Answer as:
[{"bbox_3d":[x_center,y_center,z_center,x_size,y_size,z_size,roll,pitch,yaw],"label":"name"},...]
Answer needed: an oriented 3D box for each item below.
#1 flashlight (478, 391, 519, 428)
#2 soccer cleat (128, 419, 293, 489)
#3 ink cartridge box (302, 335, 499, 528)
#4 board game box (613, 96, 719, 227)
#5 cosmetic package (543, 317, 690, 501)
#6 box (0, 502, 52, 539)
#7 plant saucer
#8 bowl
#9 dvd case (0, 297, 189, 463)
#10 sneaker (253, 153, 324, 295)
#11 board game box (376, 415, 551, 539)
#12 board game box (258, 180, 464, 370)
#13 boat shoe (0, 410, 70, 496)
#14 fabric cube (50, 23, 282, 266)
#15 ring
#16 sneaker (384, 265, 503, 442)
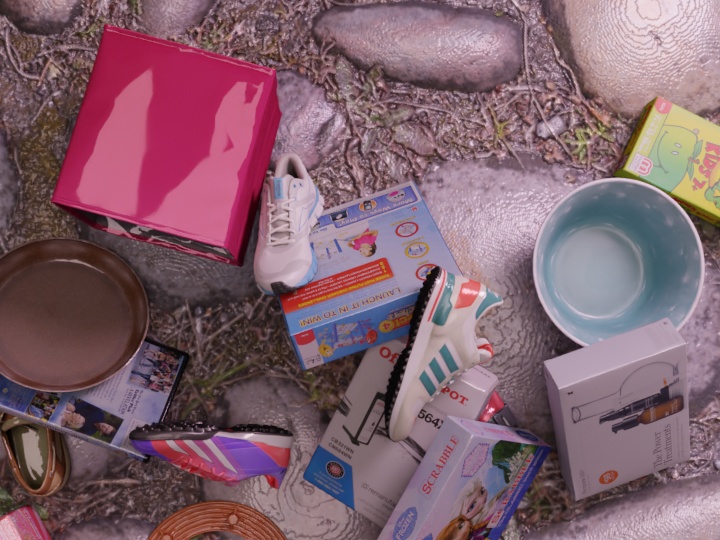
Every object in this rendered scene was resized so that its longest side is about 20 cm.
[{"bbox_3d":[0.107,0.118,1.255,0.068,0.068,0.200,-35,89,-1],"label":"flashlight"},{"bbox_3d":[-0.169,0.212,1.209,0.199,0.068,0.074,8,88,-32],"label":"soccer cleat"},{"bbox_3d":[0.046,0.179,1.205,0.145,0.084,0.201,29,102,13],"label":"ink cartridge box"},{"bbox_3d":[0.424,-0.120,1.290,0.199,0.048,0.102,26,85,0],"label":"board game box"},{"bbox_3d":[0.297,0.163,1.208,0.150,0.052,0.201,-18,129,-1],"label":"cosmetic package"},{"bbox_3d":[-0.383,0.380,1.204,0.094,0.103,0.201,-29,87,-3],"label":"box"},{"bbox_3d":[-0.348,0.054,1.228,0.199,0.032,0.201,7,60,-13],"label":"plant saucer"},{"bbox_3d":[0.292,-0.002,1.250,0.199,0.105,0.202,0,87,-1],"label":"bowl"},{"bbox_3d":[-0.315,0.125,1.227,0.199,0.018,0.143,21,57,-5],"label":"dvd case"},{"bbox_3d":[-0.089,-0.057,1.190,0.074,0.201,0.087,-8,131,8],"label":"sneaker"},{"bbox_3d":[0.109,0.263,1.170,0.041,0.199,0.201,33,99,35],"label":"board game box"},{"bbox_3d":[0.000,0.000,1.203,0.199,0.196,0.056,-19,130,-2],"label":"board game box"},{"bbox_3d":[-0.389,0.167,1.232,0.075,0.074,0.201,-19,87,-3],"label":"boat shoe"},{"bbox_3d":[-0.208,-0.132,1.197,0.195,0.200,0.201,14,84,0],"label":"fabric cube"},{"bbox_3d":[-0.171,0.376,1.253,0.199,0.019,0.202,0,86,-3],"label":"ring"},{"bbox_3d":[0.088,0.099,1.107,0.093,0.070,0.201,16,107,-5],"label":"sneaker"}]
